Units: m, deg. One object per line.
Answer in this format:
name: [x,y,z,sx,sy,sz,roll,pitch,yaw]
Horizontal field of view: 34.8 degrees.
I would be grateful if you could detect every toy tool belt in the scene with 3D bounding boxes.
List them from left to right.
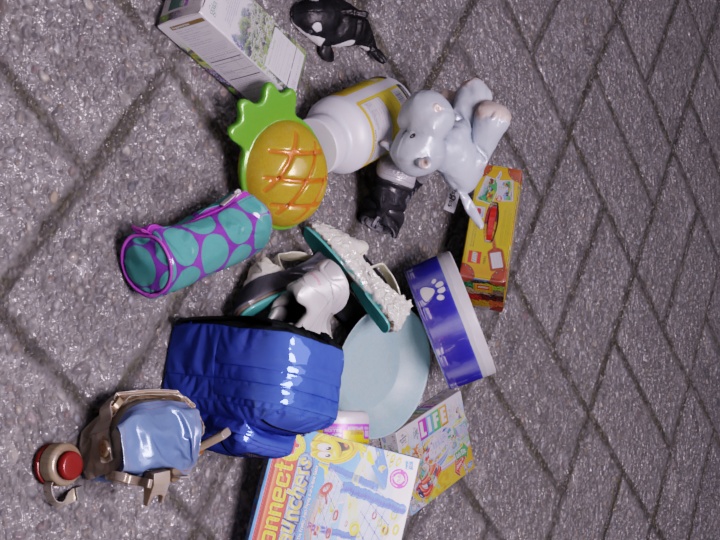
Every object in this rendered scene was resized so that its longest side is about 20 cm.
toy tool belt: [-0.249,0.199,1.287,0.199,0.122,0.127,-9,93,-53]

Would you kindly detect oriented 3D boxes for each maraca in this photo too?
maraca: [-0.109,-0.148,1.518,0.137,0.106,0.202,-39,127,-29]

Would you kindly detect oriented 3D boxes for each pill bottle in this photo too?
pill bottle: [-0.039,0.293,1.576,0.104,0.103,0.203,9,79,-52]
pill bottle: [-0.011,-0.206,1.661,0.200,0.111,0.113,-33,112,-50]

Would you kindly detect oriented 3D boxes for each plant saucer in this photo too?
plant saucer: [0.023,0.147,1.708,0.200,0.038,0.204,-12,108,-43]

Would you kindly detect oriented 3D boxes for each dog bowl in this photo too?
dog bowl: [0.137,0.077,1.776,0.200,0.078,0.202,-21,90,-87]

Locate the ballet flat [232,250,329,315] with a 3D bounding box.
ballet flat: [-0.110,0.013,1.552,0.199,0.073,0.074,-19,101,-46]

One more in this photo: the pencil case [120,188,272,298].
pencil case: [-0.199,-0.037,1.412,0.199,0.084,0.094,-30,126,-51]

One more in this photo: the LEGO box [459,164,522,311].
LEGO box: [0.219,-0.052,1.932,0.149,0.076,0.202,76,24,-68]

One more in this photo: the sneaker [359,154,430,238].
sneaker: [0.049,-0.116,1.769,0.200,0.075,0.115,-32,145,-75]

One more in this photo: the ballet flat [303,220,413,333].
ballet flat: [0.000,0.000,1.640,0.201,0.072,0.072,51,42,0]

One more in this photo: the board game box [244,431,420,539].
board game box: [-0.041,0.316,1.491,0.194,0.056,0.202,15,81,-8]

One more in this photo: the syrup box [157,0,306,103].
syrup box: [-0.163,-0.299,1.492,0.200,0.081,0.080,38,56,-44]

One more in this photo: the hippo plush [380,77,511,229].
hippo plush: [0.100,-0.186,1.649,0.159,0.159,0.202,4,109,-38]

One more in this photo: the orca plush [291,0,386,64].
orca plush: [-0.014,-0.358,1.707,0.199,0.070,0.107,29,63,-48]

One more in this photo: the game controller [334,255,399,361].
game controller: [0.013,0.056,1.736,0.200,0.042,0.105,49,64,-38]

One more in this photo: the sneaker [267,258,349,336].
sneaker: [-0.086,0.071,1.520,0.099,0.078,0.201,-18,141,-34]

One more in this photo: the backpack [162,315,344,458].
backpack: [-0.118,0.144,1.406,0.162,0.198,0.170,17,73,-52]

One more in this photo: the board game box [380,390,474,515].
board game box: [0.109,0.287,1.834,0.199,0.034,0.136,-24,105,-52]
